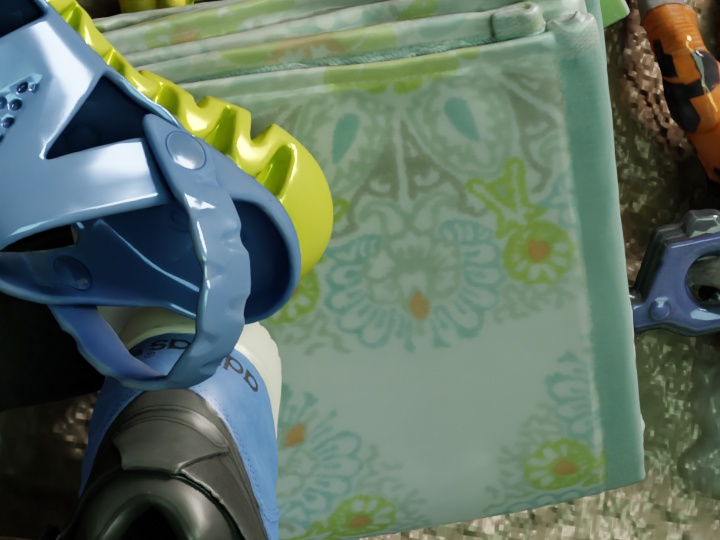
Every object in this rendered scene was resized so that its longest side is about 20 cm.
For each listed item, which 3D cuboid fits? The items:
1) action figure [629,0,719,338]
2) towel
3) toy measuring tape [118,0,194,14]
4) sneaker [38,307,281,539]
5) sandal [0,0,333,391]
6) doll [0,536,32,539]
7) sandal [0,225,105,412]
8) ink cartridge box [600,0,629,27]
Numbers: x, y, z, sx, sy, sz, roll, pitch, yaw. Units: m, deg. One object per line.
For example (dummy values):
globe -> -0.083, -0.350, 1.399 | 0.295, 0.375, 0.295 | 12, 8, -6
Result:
action figure -> 0.184, -0.041, 0.957 | 0.199, 0.105, 0.195 | -3, 98, -7
towel -> 0.000, 0.000, 0.795 | 0.170, 0.048, 0.201 | -9, 122, 1
toy measuring tape -> -0.026, -0.012, 0.837 | 0.073, 0.073, 0.201 | -32, 106, -28
sneaker -> -0.056, 0.119, 0.766 | 0.076, 0.111, 0.201 | 6, 123, 5
sandal -> -0.094, -0.032, 0.686 | 0.199, 0.080, 0.087 | 27, 36, -18
doll -> -0.133, 0.184, 0.786 | 0.136, 0.048, 0.201 | 10, 86, -44
sandal -> -0.141, 0.015, 0.767 | 0.200, 0.048, 0.076 | 0, 103, -55
ink cartridge box -> -0.001, -0.152, 0.828 | 0.103, 0.059, 0.201 | -28, 117, 4
